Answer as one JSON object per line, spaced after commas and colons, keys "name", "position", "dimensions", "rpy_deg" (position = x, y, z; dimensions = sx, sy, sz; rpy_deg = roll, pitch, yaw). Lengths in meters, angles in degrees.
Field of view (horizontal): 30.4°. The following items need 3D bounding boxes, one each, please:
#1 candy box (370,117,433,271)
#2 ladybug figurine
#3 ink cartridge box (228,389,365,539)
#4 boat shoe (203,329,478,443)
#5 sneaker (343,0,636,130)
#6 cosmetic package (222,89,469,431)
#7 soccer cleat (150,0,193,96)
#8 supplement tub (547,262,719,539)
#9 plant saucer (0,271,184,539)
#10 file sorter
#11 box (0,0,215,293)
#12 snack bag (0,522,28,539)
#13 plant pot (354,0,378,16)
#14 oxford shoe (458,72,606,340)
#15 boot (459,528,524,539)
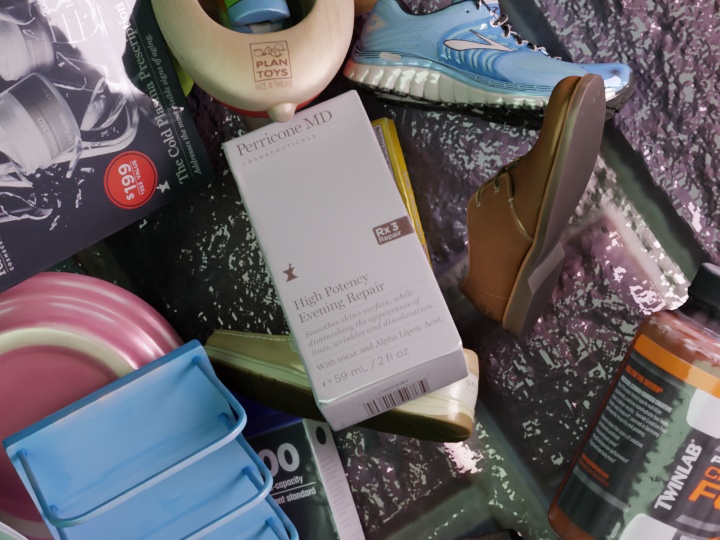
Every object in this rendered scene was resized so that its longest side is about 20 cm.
{"name": "candy box", "position": [0.000, 0.000, 0.959], "dimensions": [0.102, 0.026, 0.200], "rpy_deg": [-15, 87, 16]}
{"name": "ladybug figurine", "position": [-0.075, -0.181, 0.904], "dimensions": [0.135, 0.072, 0.200], "rpy_deg": [-6, 64, -11]}
{"name": "ink cartridge box", "position": [-0.105, 0.177, 0.994], "dimensions": [0.198, 0.043, 0.200], "rpy_deg": [-19, 85, 20]}
{"name": "boat shoe", "position": [-0.014, 0.067, 0.921], "dimensions": [0.200, 0.074, 0.067], "rpy_deg": [13, 67, 11]}
{"name": "sneaker", "position": [0.088, -0.150, 0.898], "dimensions": [0.200, 0.078, 0.090], "rpy_deg": [12, 89, 16]}
{"name": "cosmetic package", "position": [-0.011, -0.008, 0.872], "dimensions": [0.101, 0.074, 0.200], "rpy_deg": [-23, 68, -1]}
{"name": "soccer cleat", "position": [-0.183, -0.213, 1.001], "dimensions": [0.081, 0.067, 0.200], "rpy_deg": [-24, 87, 41]}
{"name": "supplement tub", "position": [0.206, 0.099, 0.849], "dimensions": [0.107, 0.107, 0.200], "rpy_deg": [27, 101, 16]}
{"name": "plant saucer", "position": [-0.207, 0.103, 0.897], "dimensions": [0.200, 0.051, 0.201], "rpy_deg": [-1, 104, -2]}
{"name": "file sorter", "position": [-0.111, 0.177, 0.840], "dimensions": [0.139, 0.123, 0.200], "rpy_deg": [-27, 118, -14]}
{"name": "box", "position": [-0.225, -0.115, 0.894], "dimensions": [0.104, 0.182, 0.200], "rpy_deg": [18, 133, 55]}
{"name": "snack bag", "position": [-0.228, 0.209, 0.881], "dimensions": [0.200, 0.021, 0.189], "rpy_deg": [18, 137, 37]}
{"name": "plant pot", "position": [-0.026, -0.283, 0.958], "dimensions": [0.200, 0.027, 0.201], "rpy_deg": [1, 92, 18]}
{"name": "oxford shoe", "position": [0.105, -0.046, 0.866], "dimensions": [0.071, 0.071, 0.200], "rpy_deg": [30, 129, 19]}
{"name": "boot", "position": [0.088, 0.276, 0.912], "dimensions": [0.146, 0.070, 0.200], "rpy_deg": [-36, 84, 16]}
